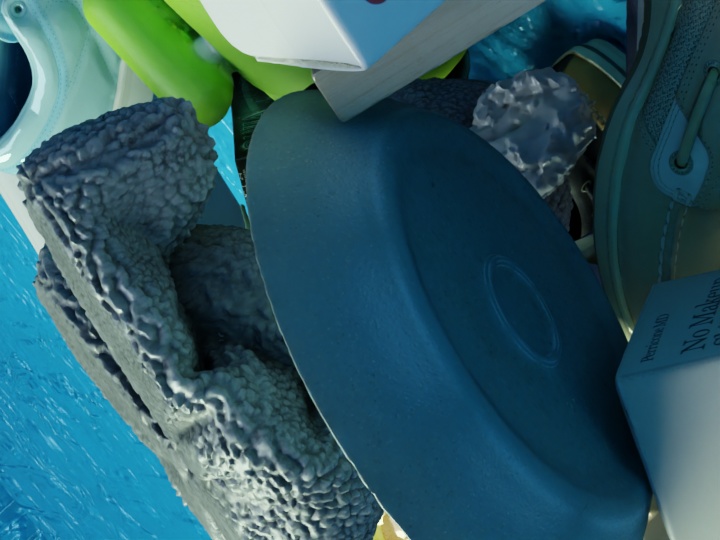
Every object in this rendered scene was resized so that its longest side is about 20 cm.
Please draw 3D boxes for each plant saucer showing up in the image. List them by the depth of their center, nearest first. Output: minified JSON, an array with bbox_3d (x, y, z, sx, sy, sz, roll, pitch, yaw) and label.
[{"bbox_3d":[0.040,0.020,0.959,0.200,0.036,0.201,42,-151,-30],"label":"plant saucer"}]

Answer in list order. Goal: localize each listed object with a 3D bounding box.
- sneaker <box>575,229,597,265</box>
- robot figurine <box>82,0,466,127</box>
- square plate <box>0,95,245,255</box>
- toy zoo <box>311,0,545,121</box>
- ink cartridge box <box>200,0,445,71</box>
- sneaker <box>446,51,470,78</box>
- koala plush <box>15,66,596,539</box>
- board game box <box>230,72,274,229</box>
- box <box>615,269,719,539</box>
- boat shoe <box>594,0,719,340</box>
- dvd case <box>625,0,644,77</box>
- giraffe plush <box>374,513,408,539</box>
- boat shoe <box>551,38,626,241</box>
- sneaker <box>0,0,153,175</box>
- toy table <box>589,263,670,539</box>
[{"bbox_3d":[0.137,-0.015,1.215,0.200,0.088,0.075,-29,98,49],"label":"sneaker"},{"bbox_3d":[-0.025,-0.136,1.159,0.200,0.175,0.116,42,-176,-45],"label":"robot figurine"},{"bbox_3d":[-0.117,-0.040,1.359,0.199,0.028,0.200,57,-160,16],"label":"square plate"},{"bbox_3d":[0.041,-0.127,1.006,0.021,0.131,0.200,55,-168,-22],"label":"toy zoo"},{"bbox_3d":[0.016,-0.178,0.922,0.147,0.200,0.083,55,161,-24],"label":"ink cartridge box"},{"bbox_3d":[0.007,-0.094,1.316,0.200,0.079,0.076,-106,-4,-49],"label":"sneaker"},{"bbox_3d":[0.000,0.000,1.126,0.184,0.200,0.177,54,167,11],"label":"koala plush"},{"bbox_3d":[-0.030,-0.022,1.317,0.200,0.028,0.136,-98,-5,-69],"label":"board game box"},{"bbox_3d":[0.189,0.026,0.951,0.082,0.199,0.069,-59,-48,-62],"label":"box"},{"bbox_3d":[0.131,-0.052,1.008,0.065,0.072,0.201,32,124,42],"label":"boat shoe"},{"bbox_3d":[0.158,-0.043,1.058,0.200,0.016,0.150,29,125,53],"label":"dvd case"},{"bbox_3d":[0.035,0.067,1.407,0.172,0.163,0.200,34,180,-45],"label":"giraffe plush"},{"bbox_3d":[0.082,-0.040,1.305,0.075,0.062,0.200,44,164,6],"label":"boat shoe"},{"bbox_3d":[-0.125,-0.129,1.217,0.074,0.082,0.201,28,120,48],"label":"sneaker"},{"bbox_3d":[0.111,0.106,1.179,0.200,0.117,0.184,36,140,7],"label":"toy table"}]
